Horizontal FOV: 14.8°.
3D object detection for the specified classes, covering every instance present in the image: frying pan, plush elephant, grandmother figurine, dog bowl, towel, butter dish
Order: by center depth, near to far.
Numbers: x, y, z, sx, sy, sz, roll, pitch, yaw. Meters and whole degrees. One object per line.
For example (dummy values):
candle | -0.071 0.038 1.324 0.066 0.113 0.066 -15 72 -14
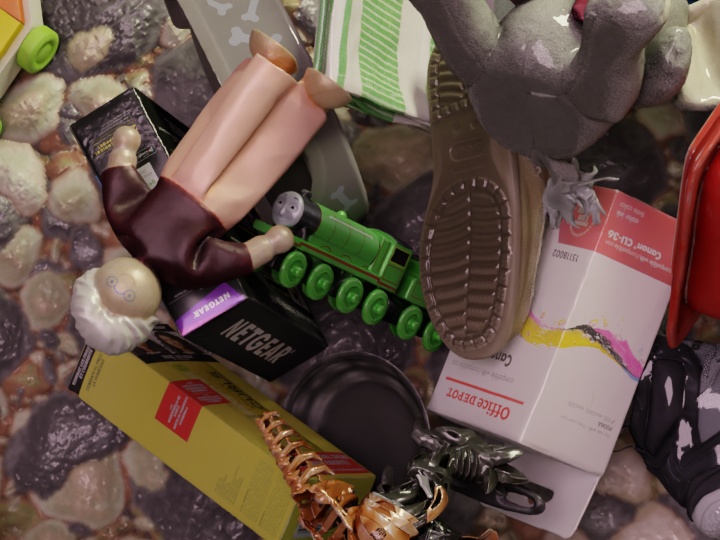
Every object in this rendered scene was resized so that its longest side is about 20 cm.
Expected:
grandmother figurine | -0.097 -0.040 1.566 0.121 0.061 0.201 33 82 22
plush elephant | 0.133 -0.143 1.572 0.164 0.201 0.155 11 50 28
butter dish | 0.273 -0.044 1.573 0.147 0.200 0.200 29 63 18
frying pan | 0.029 0.101 1.681 0.189 0.031 0.116 -11 82 31
towel | 0.042 -0.157 1.684 0.023 0.199 0.154 -2 80 38
dog bowl | -0.057 -0.101 1.705 0.058 0.200 0.201 -26 75 -6

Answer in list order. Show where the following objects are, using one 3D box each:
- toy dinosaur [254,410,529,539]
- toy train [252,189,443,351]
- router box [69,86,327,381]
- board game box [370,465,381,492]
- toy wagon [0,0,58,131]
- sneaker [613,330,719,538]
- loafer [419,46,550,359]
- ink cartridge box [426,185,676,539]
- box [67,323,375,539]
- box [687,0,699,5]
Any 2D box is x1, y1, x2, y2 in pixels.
toy dinosaur | 0.026 0.150 1.580 0.102 0.136 0.201 -29 95 38
toy train | 0.000 0.000 1.669 0.042 0.200 0.057 24 89 37
router box | -0.096 -0.018 1.693 0.051 0.200 0.150 -31 74 7
board game box | 0.024 0.213 1.715 0.095 0.030 0.201 -36 71 7
toy wagon | -0.276 -0.177 1.852 0.155 0.040 0.201 35 91 17
sneaker | 0.231 0.052 1.659 0.114 0.075 0.201 36 91 18
loafer | 0.082 -0.046 1.653 0.075 0.068 0.202 -5 80 40
ink cartridge box | 0.112 0.049 1.666 0.116 0.067 0.201 14 82 62
box | -0.087 0.099 1.705 0.200 0.075 0.050 35 110 35
box | 0.212 -0.233 1.687 0.199 0.124 0.149 28 89 19
